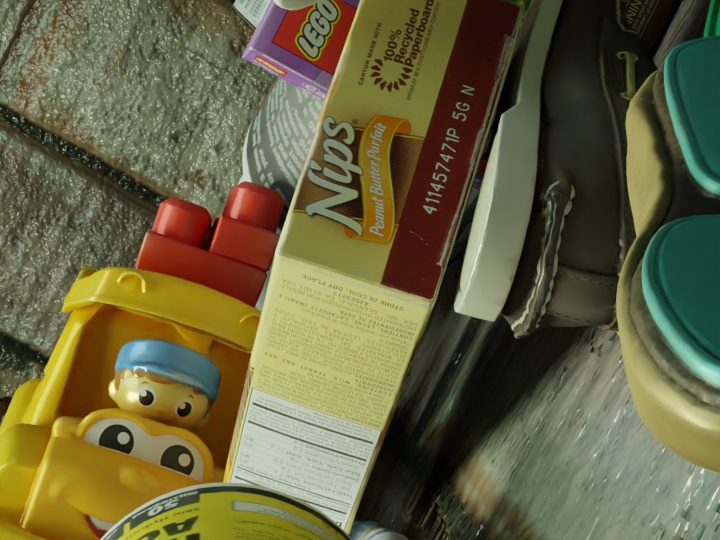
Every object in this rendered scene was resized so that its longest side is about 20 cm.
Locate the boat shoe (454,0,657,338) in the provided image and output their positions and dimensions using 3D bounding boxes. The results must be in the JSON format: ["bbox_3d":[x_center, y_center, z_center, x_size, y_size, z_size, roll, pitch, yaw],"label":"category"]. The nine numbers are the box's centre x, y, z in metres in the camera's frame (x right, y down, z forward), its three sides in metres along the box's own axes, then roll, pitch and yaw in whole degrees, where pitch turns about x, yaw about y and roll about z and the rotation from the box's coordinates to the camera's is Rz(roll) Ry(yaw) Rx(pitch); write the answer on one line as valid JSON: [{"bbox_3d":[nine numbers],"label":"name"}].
[{"bbox_3d":[0.072,-0.041,0.719,0.200,0.059,0.072,-73,-3,-61],"label":"boat shoe"}]

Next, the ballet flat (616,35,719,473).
[{"bbox_3d":[0.088,0.008,0.477,0.200,0.068,0.063,-72,-16,-65],"label":"ballet flat"}]

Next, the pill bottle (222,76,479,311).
[{"bbox_3d":[0.015,-0.063,0.984,0.200,0.113,0.114,-54,11,48],"label":"pill bottle"}]

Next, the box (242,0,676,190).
[{"bbox_3d":[0.060,-0.137,0.851,0.201,0.136,0.039,-63,7,-4],"label":"box"}]

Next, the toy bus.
[{"bbox_3d":[-0.081,0.053,0.917,0.200,0.135,0.193,-144,75,-84],"label":"toy bus"}]

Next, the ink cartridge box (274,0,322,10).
[{"bbox_3d":[-0.036,-0.194,0.745,0.084,0.145,0.200,-22,31,-10],"label":"ink cartridge box"}]

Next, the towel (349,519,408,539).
[{"bbox_3d":[-0.034,0.161,0.870,0.147,0.024,0.200,-62,7,-7],"label":"towel"}]

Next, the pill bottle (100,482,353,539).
[{"bbox_3d":[-0.037,0.134,0.634,0.112,0.111,0.200,-62,8,4],"label":"pill bottle"}]

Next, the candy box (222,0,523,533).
[{"bbox_3d":[0.000,0.000,0.773,0.200,0.055,0.116,105,-177,-62],"label":"candy box"}]

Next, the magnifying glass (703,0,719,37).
[{"bbox_3d":[0.134,-0.114,0.721,0.080,0.022,0.200,-60,9,20],"label":"magnifying glass"}]

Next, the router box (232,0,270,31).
[{"bbox_3d":[0.050,-0.179,1.050,0.051,0.149,0.201,46,113,43],"label":"router box"}]
